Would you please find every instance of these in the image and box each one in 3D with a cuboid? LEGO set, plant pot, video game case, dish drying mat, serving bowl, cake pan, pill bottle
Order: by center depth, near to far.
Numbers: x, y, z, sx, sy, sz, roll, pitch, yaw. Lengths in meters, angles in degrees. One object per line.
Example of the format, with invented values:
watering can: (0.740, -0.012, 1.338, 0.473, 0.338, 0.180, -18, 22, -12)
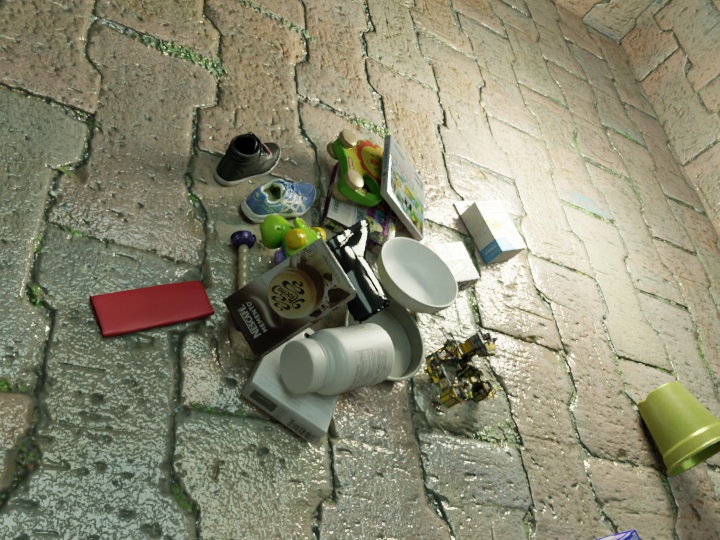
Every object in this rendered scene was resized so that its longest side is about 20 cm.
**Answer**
dish drying mat: (-0.352, 0.062, 1.087, 0.198, 0.018, 0.077, -11, 66, -41)
pill bottle: (-0.041, 0.159, 1.132, 0.199, 0.114, 0.115, -2, 60, -48)
cake pan: (0.044, 0.141, 1.321, 0.198, 0.037, 0.202, 20, 49, -25)
LEGO set: (0.236, 0.202, 1.343, 0.199, 0.116, 0.155, 14, 48, -46)
serving bowl: (0.117, 0.021, 1.416, 0.198, 0.066, 0.202, 23, 39, -19)
video game case: (0.004, -0.147, 1.504, 0.180, 0.036, 0.202, 27, 46, -20)
video game case: (0.107, -0.200, 1.559, 0.200, 0.022, 0.184, 47, 39, -45)
plant pot: (0.826, 0.397, 1.648, 0.198, 0.201, 0.185, 2, 47, -37)

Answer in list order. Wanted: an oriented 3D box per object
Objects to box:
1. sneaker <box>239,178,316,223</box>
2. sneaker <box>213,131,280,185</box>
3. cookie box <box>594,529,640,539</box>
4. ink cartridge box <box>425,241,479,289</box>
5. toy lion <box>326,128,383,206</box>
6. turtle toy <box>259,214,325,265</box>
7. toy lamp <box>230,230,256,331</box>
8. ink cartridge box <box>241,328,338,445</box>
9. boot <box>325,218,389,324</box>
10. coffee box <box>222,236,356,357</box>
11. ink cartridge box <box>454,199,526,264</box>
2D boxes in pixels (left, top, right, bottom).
sneaker: (-0.160, -0.154, 1.353, 0.199, 0.077, 0.076, -26, 75, -47)
sneaker: (-0.221, -0.253, 1.363, 0.071, 0.099, 0.200, 47, 42, 4)
cookie box: (0.498, 0.625, 1.220, 0.074, 0.171, 0.202, -9, 65, -37)
ink cartridge box: (0.189, -0.006, 1.533, 0.198, 0.050, 0.110, -6, 64, -41)
toy lion: (0.015, -0.235, 1.515, 0.190, 0.068, 0.202, 20, 48, -37)
turtle toy: (-0.123, -0.034, 1.272, 0.201, 0.101, 0.146, 54, 18, 7)
toy lamp: (-0.219, 0.019, 1.194, 0.058, 0.058, 0.202, 13, 53, -30)
ink cartridge box: (-0.110, 0.194, 1.167, 0.162, 0.057, 0.201, 37, 29, -10)
boot: (0.000, 0.000, 1.241, 0.170, 0.076, 0.200, 60, 26, -6)
coffee box: (-0.119, 0.048, 1.094, 0.199, 0.080, 0.114, -33, 83, -6)
ink cartridge box: (0.352, -0.125, 1.735, 0.114, 0.068, 0.202, -8, 65, -41)
